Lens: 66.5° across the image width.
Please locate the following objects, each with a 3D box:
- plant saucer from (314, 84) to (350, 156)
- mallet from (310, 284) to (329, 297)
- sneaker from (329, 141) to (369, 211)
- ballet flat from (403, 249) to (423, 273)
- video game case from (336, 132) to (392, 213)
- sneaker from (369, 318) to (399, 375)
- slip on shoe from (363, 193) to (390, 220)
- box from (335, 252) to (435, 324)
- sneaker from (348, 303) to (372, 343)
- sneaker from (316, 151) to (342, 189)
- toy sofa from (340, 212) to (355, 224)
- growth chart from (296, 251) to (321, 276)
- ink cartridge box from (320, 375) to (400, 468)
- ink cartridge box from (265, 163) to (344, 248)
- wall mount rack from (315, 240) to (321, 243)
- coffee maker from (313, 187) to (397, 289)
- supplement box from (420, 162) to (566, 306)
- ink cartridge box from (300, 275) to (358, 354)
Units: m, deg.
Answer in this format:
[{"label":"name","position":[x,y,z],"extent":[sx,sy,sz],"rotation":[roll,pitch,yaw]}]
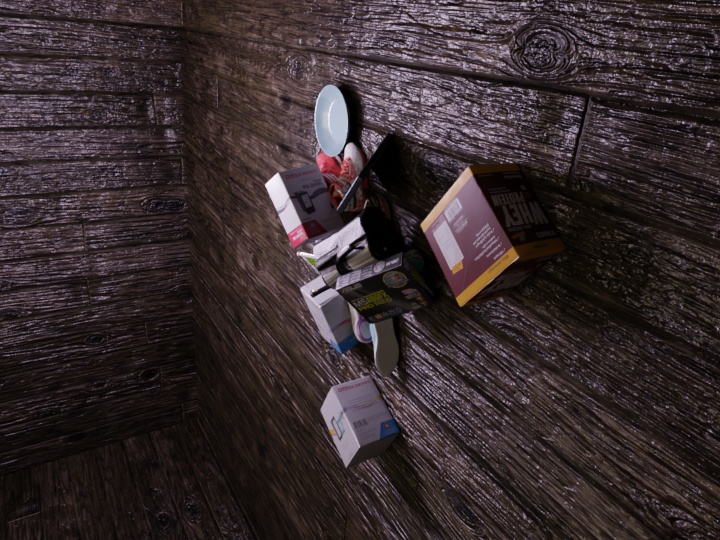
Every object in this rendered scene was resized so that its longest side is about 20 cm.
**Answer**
[{"label":"plant saucer","position":[-0.074,-0.441,1.623],"extent":[0.200,0.038,0.204],"rotation":[22,117,55]},{"label":"mallet","position":[-0.063,0.025,1.589],"extent":[0.066,0.198,0.042],"rotation":[35,144,56]},{"label":"sneaker","position":[-0.039,-0.265,1.547],"extent":[0.067,0.107,0.205],"rotation":[-17,84,58]},{"label":"ballet flat","position":[0.117,0.026,1.427],"extent":[0.072,0.071,0.202],"rotation":[53,140,37]},{"label":"video game case","position":[0.011,-0.252,1.415],"extent":[0.019,0.201,0.143],"rotation":[33,142,-5]},{"label":"sneaker","position":[0.065,0.191,1.559],"extent":[0.082,0.073,0.203],"rotation":[-128,35,-75]},{"label":"slip on shoe","position":[0.051,-0.104,1.489],"extent":[0.061,0.075,0.203],"rotation":[158,97,-76]},{"label":"box","position":[0.062,0.049,1.360],"extent":[0.198,0.160,0.045],"rotation":[-21,41,31]},{"label":"sneaker","position":[-0.008,0.117,1.638],"extent":[0.100,0.074,0.203],"rotation":[141,124,-74]},{"label":"sneaker","position":[-0.110,-0.302,1.647],"extent":[0.200,0.114,0.079],"rotation":[43,133,45]},{"label":"toy sofa","position":[-0.052,-0.128,1.633],"extent":[0.097,0.082,0.203],"rotation":[-36,67,55]},{"label":"growth chart","position":[-0.100,0.008,1.686],"extent":[0.200,0.018,0.144],"rotation":[45,157,-30]},{"label":"ink cartridge box","position":[-0.006,0.453,1.660],"extent":[0.201,0.145,0.147],"rotation":[60,144,31]},{"label":"ink cartridge box","position":[-0.155,-0.184,1.537],"extent":[0.083,0.144,0.202],"rotation":[-27,87,49]},{"label":"wall mount rack","position":[-0.084,-0.069,1.692],"extent":[0.174,0.074,0.203],"rotation":[127,126,-67]},{"label":"coffee maker","position":[-0.016,-0.070,1.425],"extent":[0.199,0.134,0.194],"rotation":[-28,44,38]},{"label":"supplement box","position":[0.254,-0.070,1.090],"extent":[0.198,0.131,0.202],"rotation":[-52,55,51]},{"label":"ink cartridge box","position":[-0.092,0.136,1.700],"extent":[0.144,0.084,0.202],"rotation":[34,153,52]}]
